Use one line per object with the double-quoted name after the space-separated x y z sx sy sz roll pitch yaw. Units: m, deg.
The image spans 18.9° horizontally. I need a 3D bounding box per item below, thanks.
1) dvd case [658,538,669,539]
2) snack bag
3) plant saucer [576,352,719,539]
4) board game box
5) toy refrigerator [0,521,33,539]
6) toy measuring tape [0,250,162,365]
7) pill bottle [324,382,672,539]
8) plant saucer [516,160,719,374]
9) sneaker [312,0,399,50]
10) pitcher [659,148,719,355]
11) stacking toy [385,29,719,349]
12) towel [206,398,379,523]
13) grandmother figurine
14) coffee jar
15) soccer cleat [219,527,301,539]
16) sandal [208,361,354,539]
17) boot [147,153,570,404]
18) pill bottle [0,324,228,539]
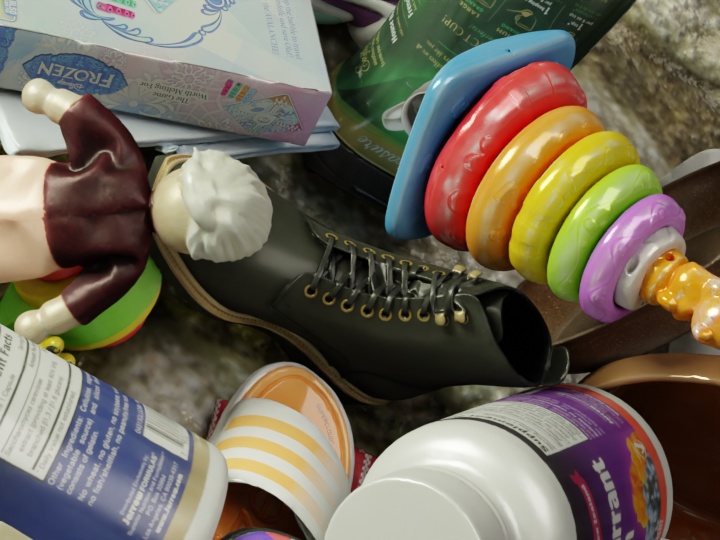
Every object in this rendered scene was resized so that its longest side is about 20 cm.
0.130 0.253 1.065 0.022 0.146 0.200 13 55 9 "dvd case"
-0.130 -0.123 1.124 0.200 0.021 0.189 -9 53 -37 "snack bag"
0.202 0.104 1.143 0.200 0.200 0.032 34 58 -14 "plant saucer"
-0.126 -0.161 1.116 0.199 0.043 0.200 9 43 -22 "board game box"
-0.104 0.196 0.924 0.200 0.070 0.076 37 34 -29 "toy refrigerator"
-0.121 -0.025 1.078 0.074 0.074 0.200 34 53 -15 "toy measuring tape"
0.065 0.121 1.028 0.200 0.111 0.112 -12 72 -61 "pill bottle"
0.161 0.001 1.175 0.200 0.200 0.037 -43 106 -40 "plant saucer"
0.055 -0.165 1.221 0.200 0.140 0.078 24 55 -21 "sneaker"
0.257 0.043 1.266 0.171 0.121 0.200 14 50 -22 "pitcher"
0.119 -0.020 1.059 0.200 0.110 0.116 38 41 27 "stacking toy"
-0.001 0.162 1.098 0.200 0.022 0.145 23 58 -20 "towel"
-0.139 -0.028 1.002 0.061 0.200 0.122 -44 132 -78 "grandmother figurine"
0.055 -0.114 1.163 0.104 0.200 0.085 28 31 -19 "coffee jar"
0.002 0.192 1.003 0.068 0.073 0.200 -48 118 -15 "soccer cleat"
-0.048 0.131 1.034 0.079 0.059 0.207 34 56 -14 "sandal"
0.000 0.000 1.064 0.200 0.138 0.078 35 63 -40 "boot"
-0.169 0.084 0.969 0.200 0.111 0.111 31 53 -16 "pill bottle"
